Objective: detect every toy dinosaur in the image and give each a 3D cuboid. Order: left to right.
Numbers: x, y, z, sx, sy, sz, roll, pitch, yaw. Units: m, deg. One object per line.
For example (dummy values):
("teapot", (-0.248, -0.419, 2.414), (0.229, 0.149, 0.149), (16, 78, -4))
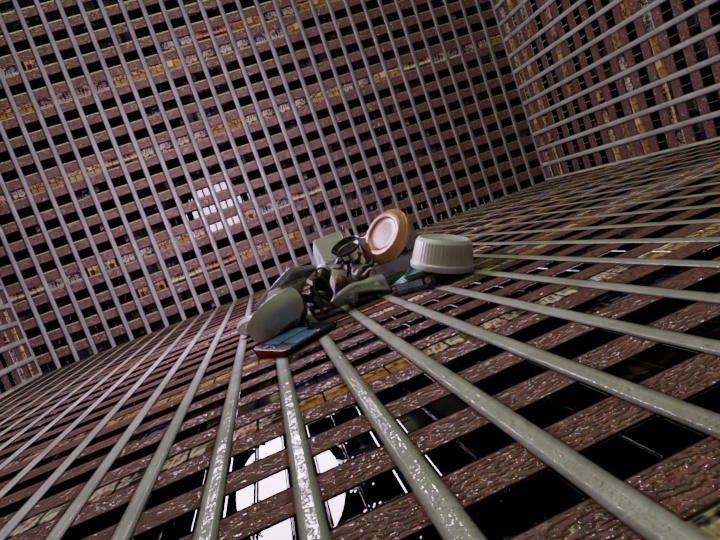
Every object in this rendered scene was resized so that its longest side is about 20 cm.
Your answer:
("toy dinosaur", (0.000, 0.000, 1.758), (0.199, 0.077, 0.103), (31, 83, 45))

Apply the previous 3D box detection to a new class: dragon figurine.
("dragon figurine", (-0.164, 0.089, 1.756), (0.099, 0.201, 0.059), (21, 59, 37))

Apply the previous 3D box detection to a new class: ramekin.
("ramekin", (0.254, -0.056, 1.565), (0.200, 0.095, 0.202), (2, 11, 0))

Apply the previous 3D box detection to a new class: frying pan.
("frying pan", (-0.066, -0.095, 1.835), (0.115, 0.031, 0.190), (-36, 30, -12))

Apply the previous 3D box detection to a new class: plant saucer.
("plant saucer", (0.085, -0.122, 1.760), (0.037, 0.202, 0.199), (24, -27, -39))
("plant saucer", (0.184, -0.002, 1.628), (0.069, 0.019, 0.200), (-18, 8, 15))

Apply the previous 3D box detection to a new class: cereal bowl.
("cereal bowl", (-0.249, 0.152, 1.566), (0.200, 0.083, 0.200), (-40, -17, -15))

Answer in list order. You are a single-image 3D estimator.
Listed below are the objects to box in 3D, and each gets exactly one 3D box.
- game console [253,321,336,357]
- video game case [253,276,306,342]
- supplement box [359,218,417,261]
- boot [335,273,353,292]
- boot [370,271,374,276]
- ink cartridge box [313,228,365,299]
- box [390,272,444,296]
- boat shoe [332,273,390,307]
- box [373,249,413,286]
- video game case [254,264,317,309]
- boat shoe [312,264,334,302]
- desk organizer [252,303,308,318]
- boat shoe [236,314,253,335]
("game console", (-0.188, 0.192, 1.446), (0.199, 0.031, 0.176), (-27, 9, -42))
("video game case", (-0.266, 0.127, 1.693), (0.182, 0.023, 0.201), (-28, -32, -55))
("supplement box", (0.103, -0.105, 1.869), (0.199, 0.102, 0.103), (-16, 7, 42))
("boot", (-0.032, 0.052, 1.735), (0.075, 0.074, 0.200), (-9, -18, 15))
("boot", (0.080, -0.002, 2.077), (0.107, 0.076, 0.199), (-18, 3, -33))
("ink cartridge box", (-0.074, -0.019, 1.918), (0.145, 0.201, 0.147), (-21, -26, -17))
("box", (0.194, 0.024, 1.634), (0.136, 0.038, 0.200), (-17, 7, 26))
("boat shoe", (0.003, 0.076, 1.670), (0.201, 0.065, 0.075), (-21, -25, -24))
("box", (0.150, -0.016, 1.843), (0.198, 0.098, 0.177), (-20, 7, 3))
("video game case", (-0.248, 0.053, 1.717), (0.182, 0.022, 0.200), (-46, -10, 16))
("boat shoe", (-0.137, 0.065, 1.818), (0.071, 0.202, 0.061), (13, 50, 11))
("desk organizer", (-0.285, 0.156, 1.877), (0.198, 0.072, 0.077), (-18, 4, 18))
("boat shoe", (-0.367, 0.194, 1.821), (0.198, 0.072, 0.070), (-12, 4, 20))
